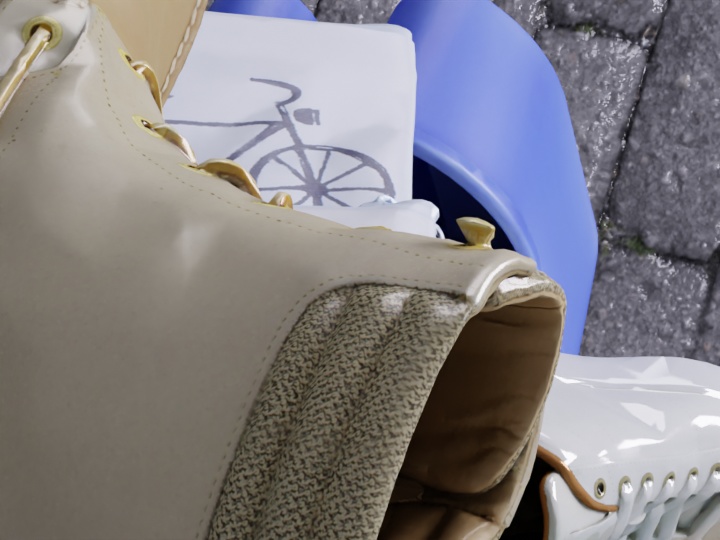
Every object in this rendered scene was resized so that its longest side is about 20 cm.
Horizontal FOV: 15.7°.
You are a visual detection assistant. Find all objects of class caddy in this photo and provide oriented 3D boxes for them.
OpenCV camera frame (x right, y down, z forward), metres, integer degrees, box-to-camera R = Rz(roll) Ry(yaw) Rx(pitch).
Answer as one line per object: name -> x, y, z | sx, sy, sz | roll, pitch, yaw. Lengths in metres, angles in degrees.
caddy -> 0.000, 0.000, 0.848 | 0.141, 0.105, 0.201 | 2, -41, 20

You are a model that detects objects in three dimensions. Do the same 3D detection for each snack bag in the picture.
snack bag -> -0.072, -0.016, 0.623 | 0.187, 0.021, 0.201 | 6, 38, -1

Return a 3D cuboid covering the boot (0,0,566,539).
boot -> -0.029, -0.008, 0.518 | 0.155, 0.200, 0.073 | 7, -44, 23

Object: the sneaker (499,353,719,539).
sneaker -> 0.068, 0.071, 0.803 | 0.199, 0.073, 0.085 | 14, 38, -25
